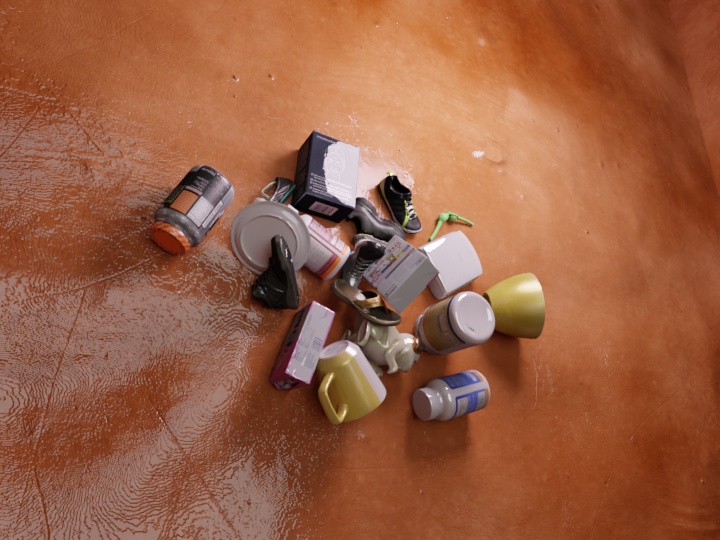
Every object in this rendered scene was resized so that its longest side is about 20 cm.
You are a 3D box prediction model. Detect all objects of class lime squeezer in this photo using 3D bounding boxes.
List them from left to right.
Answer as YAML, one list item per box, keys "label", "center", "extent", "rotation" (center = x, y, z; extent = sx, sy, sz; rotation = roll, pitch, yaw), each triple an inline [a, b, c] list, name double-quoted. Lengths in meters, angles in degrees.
- label: "lime squeezer"
  center: [0.284, -0.153, 1.753]
  extent: [0.200, 0.038, 0.071]
  rotation: [-20, 83, -35]

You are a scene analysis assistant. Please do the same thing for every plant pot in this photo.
- label: "plant pot"
  center: [0.447, 0.111, 1.677]
  extent: [0.142, 0.200, 0.200]
  rotation: [-3, 72, -5]

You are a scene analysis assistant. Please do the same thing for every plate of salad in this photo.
- label: "plate of salad"
  center: [-0.217, -0.077, 1.358]
  extent: [0.200, 0.200, 0.048]
  rotation: [40, 23, -11]

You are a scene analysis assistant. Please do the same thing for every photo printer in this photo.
- label: "photo printer"
  center: [0.273, -0.024, 1.678]
  extent: [0.200, 0.069, 0.167]
  rotation: [-24, 85, -34]

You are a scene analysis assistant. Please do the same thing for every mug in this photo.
- label: "mug"
  center: [-0.031, 0.256, 1.306]
  extent: [0.149, 0.187, 0.153]
  rotation: [-24, 104, -6]

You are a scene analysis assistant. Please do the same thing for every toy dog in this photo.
- label: "toy dog"
  center: [0.063, 0.192, 1.453]
  extent: [0.200, 0.140, 0.194]
  rotation: [31, 41, -18]

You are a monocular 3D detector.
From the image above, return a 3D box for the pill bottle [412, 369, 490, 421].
- label: "pill bottle"
  center: [0.242, 0.340, 1.499]
  extent: [0.200, 0.112, 0.112]
  rotation: [-6, 75, -31]

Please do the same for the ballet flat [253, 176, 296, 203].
- label: "ballet flat"
  center: [-0.237, -0.172, 1.443]
  extent: [0.068, 0.068, 0.200]
  rotation: [30, 49, -6]

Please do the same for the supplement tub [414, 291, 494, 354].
- label: "supplement tub"
  center: [0.251, 0.149, 1.521]
  extent: [0.144, 0.200, 0.145]
  rotation: [11, 67, -27]

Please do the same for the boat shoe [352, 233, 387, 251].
- label: "boat shoe"
  center: [0.065, -0.047, 1.565]
  extent: [0.201, 0.072, 0.061]
  rotation: [26, 22, -30]

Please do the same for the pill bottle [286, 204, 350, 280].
- label: "pill bottle"
  center: [-0.133, -0.073, 1.434]
  extent: [0.200, 0.110, 0.110]
  rotation: [38, 57, -13]

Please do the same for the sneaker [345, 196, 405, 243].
- label: "sneaker"
  center: [0.040, -0.116, 1.583]
  extent: [0.200, 0.076, 0.091]
  rotation: [38, 63, -2]

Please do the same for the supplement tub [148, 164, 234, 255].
- label: "supplement tub"
  center: [-0.394, -0.140, 1.299]
  extent: [0.122, 0.123, 0.200]
  rotation: [37, 58, -14]

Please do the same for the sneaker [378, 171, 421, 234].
- label: "sneaker"
  center: [0.123, -0.199, 1.648]
  extent: [0.072, 0.083, 0.200]
  rotation: [-36, 92, -34]

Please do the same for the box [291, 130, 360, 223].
- label: "box"
  center: [-0.094, -0.254, 1.526]
  extent: [0.148, 0.107, 0.200]
  rotation: [16, 66, -24]

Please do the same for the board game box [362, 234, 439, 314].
- label: "board game box"
  center: [0.096, 0.005, 1.443]
  extent: [0.148, 0.200, 0.064]
  rotation: [-45, 120, 1]

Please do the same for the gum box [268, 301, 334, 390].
- label: "gum box"
  center: [-0.142, 0.186, 1.329]
  extent: [0.066, 0.113, 0.200]
  rotation: [30, 59, -18]

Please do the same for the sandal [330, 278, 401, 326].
- label: "sandal"
  center: [0.017, 0.074, 1.384]
  extent: [0.200, 0.054, 0.080]
  rotation: [34, 30, 7]

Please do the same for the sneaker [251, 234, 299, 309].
- label: "sneaker"
  center: [-0.214, 0.010, 1.329]
  extent: [0.114, 0.200, 0.076]
  rotation: [-4, 34, 0]

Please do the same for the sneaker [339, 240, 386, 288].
- label: "sneaker"
  center: [0.000, 0.000, 1.437]
  extent: [0.075, 0.200, 0.116]
  rotation: [21, 70, -16]
